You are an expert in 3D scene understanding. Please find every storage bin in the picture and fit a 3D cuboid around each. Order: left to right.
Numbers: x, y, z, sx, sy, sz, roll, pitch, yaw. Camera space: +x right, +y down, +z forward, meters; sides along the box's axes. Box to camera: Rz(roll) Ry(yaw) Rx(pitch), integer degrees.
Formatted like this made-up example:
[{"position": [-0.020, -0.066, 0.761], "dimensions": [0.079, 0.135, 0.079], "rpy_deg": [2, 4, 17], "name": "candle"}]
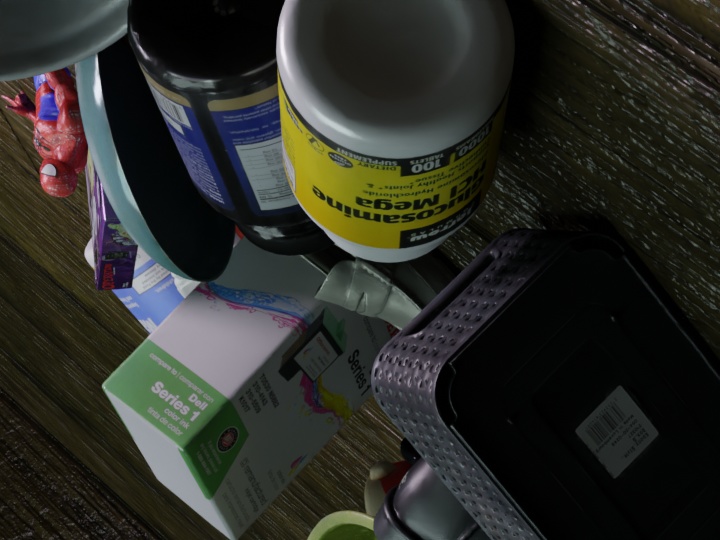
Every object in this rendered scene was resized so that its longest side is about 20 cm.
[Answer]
[{"position": [0.120, 0.087, 1.292], "dimensions": [0.200, 0.135, 0.094], "rpy_deg": [51, 166, -16], "name": "storage bin"}]

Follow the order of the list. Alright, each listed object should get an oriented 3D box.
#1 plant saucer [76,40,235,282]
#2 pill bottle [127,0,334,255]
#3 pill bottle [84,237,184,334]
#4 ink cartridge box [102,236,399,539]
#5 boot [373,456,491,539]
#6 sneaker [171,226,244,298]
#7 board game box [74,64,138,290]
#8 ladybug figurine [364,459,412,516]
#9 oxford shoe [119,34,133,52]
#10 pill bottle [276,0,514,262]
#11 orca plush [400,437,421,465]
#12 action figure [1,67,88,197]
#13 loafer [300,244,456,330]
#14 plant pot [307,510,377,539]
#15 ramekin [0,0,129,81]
[{"position": [-0.130, -0.087, 1.498], "dimensions": [0.200, 0.027, 0.200], "rpy_deg": [-15, -90, -73], "name": "plant saucer"}, {"position": [-0.054, -0.094, 1.351], "dimensions": [0.112, 0.112, 0.200], "rpy_deg": [39, 164, 28], "name": "pill bottle"}, {"position": [-0.106, 0.026, 1.828], "dimensions": [0.200, 0.112, 0.112], "rpy_deg": [50, 165, -12], "name": "pill bottle"}, {"position": [-0.062, 0.061, 1.621], "dimensions": [0.084, 0.200, 0.145], "rpy_deg": [35, 162, 28], "name": "ink cartridge box"}, {"position": [0.124, 0.139, 1.418], "dimensions": [0.200, 0.076, 0.168], "rpy_deg": [33, 123, 1], "name": "boot"}, {"position": [-0.113, -0.070, 1.661], "dimensions": [0.077, 0.082, 0.200], "rpy_deg": [-1, 122, 13], "name": "sneaker"}, {"position": [-0.167, -0.101, 1.569], "dimensions": [0.120, 0.032, 0.200], "rpy_deg": [118, 147, -64], "name": "board game box"}, {"position": [0.080, 0.207, 1.709], "dimensions": [0.200, 0.072, 0.136], "rpy_deg": [49, -159, -16], "name": "ladybug figurine"}, {"position": [-0.098, -0.148, 1.463], "dimensions": [0.071, 0.071, 0.200], "rpy_deg": [0, 140, 33], "name": "oxford shoe"}, {"position": [0.016, -0.076, 1.198], "dimensions": [0.112, 0.112, 0.200], "rpy_deg": [43, 166, 13], "name": "pill bottle"}, {"position": [0.080, 0.092, 1.558], "dimensions": [0.200, 0.105, 0.071], "rpy_deg": [-120, 29, -75], "name": "orca plush"}, {"position": [-0.202, -0.125, 1.556], "dimensions": [0.065, 0.052, 0.200], "rpy_deg": [107, 156, -47], "name": "action figure"}, {"position": [0.000, 0.000, 1.528], "dimensions": [0.200, 0.070, 0.070], "rpy_deg": [43, 157, 9], "name": "loafer"}, {"position": [0.093, 0.223, 1.573], "dimensions": [0.200, 0.190, 0.200], "rpy_deg": [34, 133, 46], "name": "plant pot"}, {"position": [-0.204, -0.207, 1.312], "dimensions": [0.200, 0.200, 0.105], "rpy_deg": [66, -174, -53], "name": "ramekin"}]
